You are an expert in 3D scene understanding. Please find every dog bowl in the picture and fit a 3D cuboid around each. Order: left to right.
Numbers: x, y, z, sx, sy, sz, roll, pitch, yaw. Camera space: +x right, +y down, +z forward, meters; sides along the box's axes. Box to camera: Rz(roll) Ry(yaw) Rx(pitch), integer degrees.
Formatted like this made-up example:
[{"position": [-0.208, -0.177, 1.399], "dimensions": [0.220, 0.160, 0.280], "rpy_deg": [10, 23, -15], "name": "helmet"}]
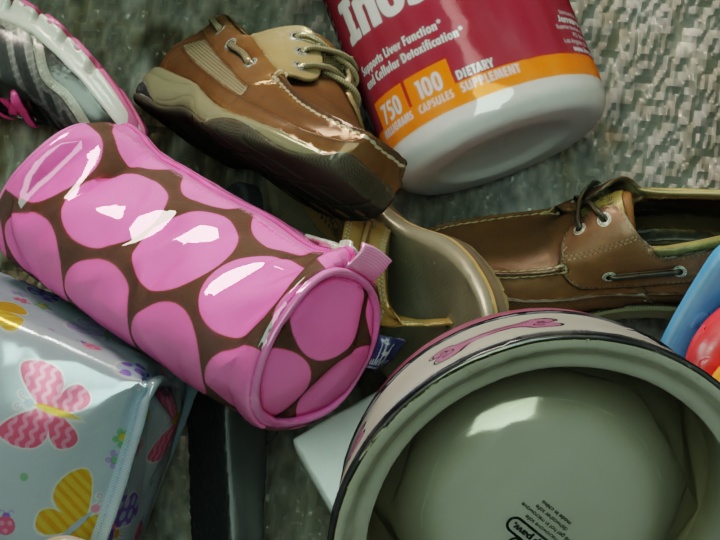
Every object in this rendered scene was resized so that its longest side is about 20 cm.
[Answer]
[{"position": [0.080, 0.105, 1.211], "dimensions": [0.200, 0.074, 0.200], "rpy_deg": [-3, 113, -7], "name": "dog bowl"}]

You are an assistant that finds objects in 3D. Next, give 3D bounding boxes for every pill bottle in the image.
[{"position": [0.035, -0.147, 1.340], "dimensions": [0.113, 0.113, 0.200], "rpy_deg": [-21, 77, -2], "name": "pill bottle"}]

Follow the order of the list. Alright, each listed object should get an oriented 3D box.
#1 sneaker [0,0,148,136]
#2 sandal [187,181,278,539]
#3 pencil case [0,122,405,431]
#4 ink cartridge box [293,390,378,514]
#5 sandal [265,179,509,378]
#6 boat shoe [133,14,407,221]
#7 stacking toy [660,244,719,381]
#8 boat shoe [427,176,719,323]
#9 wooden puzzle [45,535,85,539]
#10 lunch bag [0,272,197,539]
[{"position": [-0.198, -0.098, 1.362], "dimensions": [0.200, 0.074, 0.087], "rpy_deg": [34, 81, 14], "name": "sneaker"}, {"position": [-0.053, 0.058, 1.328], "dimensions": [0.048, 0.075, 0.200], "rpy_deg": [3, 84, -22], "name": "sandal"}, {"position": [-0.078, -0.004, 1.254], "dimensions": [0.200, 0.091, 0.094], "rpy_deg": [29, 95, 36], "name": "pencil case"}, {"position": [0.064, 0.142, 1.304], "dimensions": [0.109, 0.050, 0.200], "rpy_deg": [-30, 77, -4], "name": "ink cartridge box"}, {"position": [0.000, 0.000, 1.292], "dimensions": [0.200, 0.054, 0.080], "rpy_deg": [48, 126, 41], "name": "sandal"}, {"position": [-0.039, -0.083, 1.298], "dimensions": [0.074, 0.076, 0.200], "rpy_deg": [-55, 36, -5], "name": "boat shoe"}, {"position": [0.211, 0.088, 1.234], "dimensions": [0.116, 0.110, 0.200], "rpy_deg": [8, 43, -16], "name": "stacking toy"}, {"position": [0.119, -0.015, 1.317], "dimensions": [0.200, 0.068, 0.072], "rpy_deg": [-1, 41, -5], "name": "boat shoe"}, {"position": [-0.136, 0.240, 1.233], "dimensions": [0.200, 0.185, 0.046], "rpy_deg": [-50, 43, -6], "name": "wooden puzzle"}, {"position": [-0.186, 0.108, 1.285], "dimensions": [0.170, 0.127, 0.200], "rpy_deg": [23, 100, 8], "name": "lunch bag"}]
